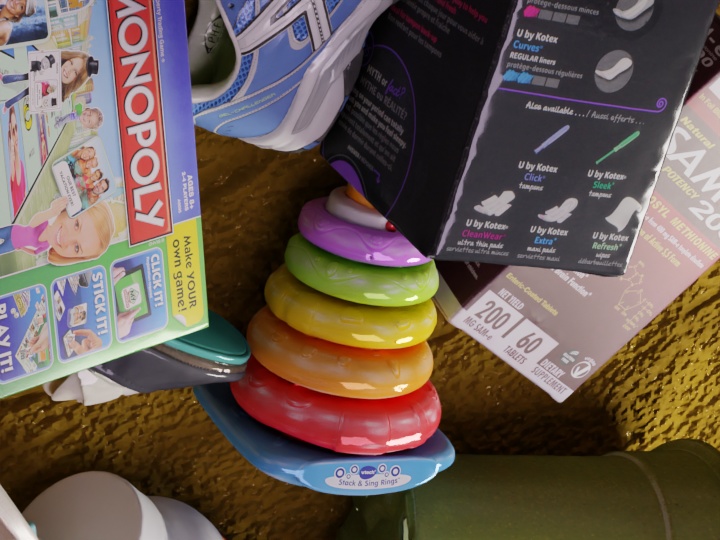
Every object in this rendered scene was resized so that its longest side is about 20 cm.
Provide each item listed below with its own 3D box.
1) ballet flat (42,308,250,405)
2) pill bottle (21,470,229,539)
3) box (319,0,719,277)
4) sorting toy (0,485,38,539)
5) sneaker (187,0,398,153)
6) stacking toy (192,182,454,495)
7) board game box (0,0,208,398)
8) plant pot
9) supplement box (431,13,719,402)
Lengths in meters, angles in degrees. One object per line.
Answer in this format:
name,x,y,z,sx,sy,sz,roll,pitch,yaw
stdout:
ballet flat,-0.146,0.020,0.970,0.200,0.073,0.073,28,112,-32
pill bottle,-0.100,0.192,1.109,0.113,0.113,0.200,-35,135,4
box,0.075,-0.113,0.907,0.106,0.122,0.200,5,113,-30
sorting toy,-0.206,0.190,0.997,0.200,0.180,0.107,-38,180,8
sneaker,-0.025,-0.135,0.893,0.077,0.076,0.200,3,125,-34
stacking toy,0.000,0.000,1.022,0.116,0.110,0.200,1,112,-30
board game box,-0.128,-0.056,0.861,0.135,0.029,0.200,-19,113,-40
plant pot,0.089,0.178,1.160,0.190,0.200,0.200,11,122,-21
supplement box,0.135,-0.035,1.073,0.200,0.061,0.109,-44,133,12
